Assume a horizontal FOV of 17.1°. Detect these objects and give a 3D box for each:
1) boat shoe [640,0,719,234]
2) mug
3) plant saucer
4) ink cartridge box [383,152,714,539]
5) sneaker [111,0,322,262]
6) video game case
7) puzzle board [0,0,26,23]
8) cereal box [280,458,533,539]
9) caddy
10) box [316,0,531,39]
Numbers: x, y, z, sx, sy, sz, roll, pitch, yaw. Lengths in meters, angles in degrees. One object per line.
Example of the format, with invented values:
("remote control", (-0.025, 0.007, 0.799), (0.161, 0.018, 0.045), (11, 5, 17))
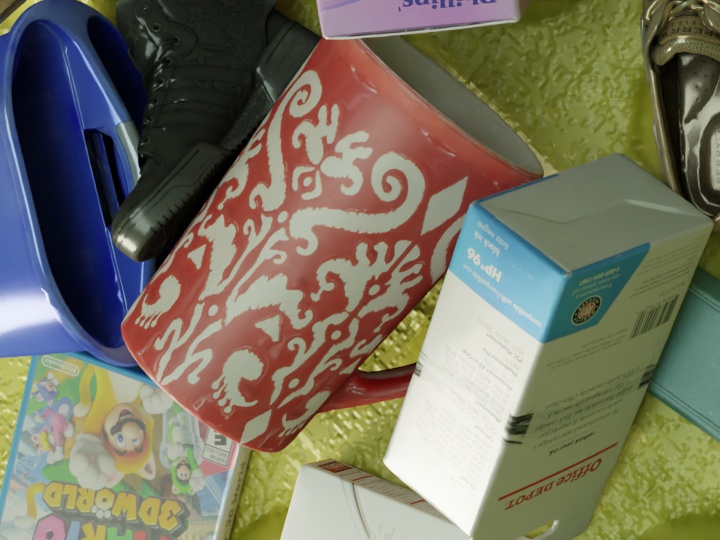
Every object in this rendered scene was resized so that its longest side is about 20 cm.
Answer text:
("boat shoe", (0.172, -0.117, 1.171), (0.071, 0.065, 0.200), (-8, 89, 25))
("mug", (-0.005, -0.002, 1.212), (0.178, 0.133, 0.200), (43, 102, 13))
("plant saucer", (0.190, 0.055, 1.198), (0.200, 0.019, 0.070), (36, 106, 18))
("ink cartridge box", (0.084, 0.052, 1.170), (0.068, 0.116, 0.200), (39, 128, 30))
("sneaker", (-0.094, -0.101, 1.252), (0.104, 0.060, 0.200), (37, 62, 5))
("video game case", (-0.144, 0.153, 1.356), (0.143, 0.018, 0.200), (18, 100, 22))
("puzzle board", (-0.235, -0.208, 1.328), (0.200, 0.151, 0.017), (24, 142, 23))
("cereal box", (0.041, 0.199, 1.260), (0.200, 0.040, 0.144), (19, 100, 23))
("caddy", (-0.156, -0.044, 1.284), (0.105, 0.141, 0.200), (-13, 91, 28))
("box", (0.031, -0.232, 1.136), (0.097, 0.176, 0.200), (-5, 110, 15))
